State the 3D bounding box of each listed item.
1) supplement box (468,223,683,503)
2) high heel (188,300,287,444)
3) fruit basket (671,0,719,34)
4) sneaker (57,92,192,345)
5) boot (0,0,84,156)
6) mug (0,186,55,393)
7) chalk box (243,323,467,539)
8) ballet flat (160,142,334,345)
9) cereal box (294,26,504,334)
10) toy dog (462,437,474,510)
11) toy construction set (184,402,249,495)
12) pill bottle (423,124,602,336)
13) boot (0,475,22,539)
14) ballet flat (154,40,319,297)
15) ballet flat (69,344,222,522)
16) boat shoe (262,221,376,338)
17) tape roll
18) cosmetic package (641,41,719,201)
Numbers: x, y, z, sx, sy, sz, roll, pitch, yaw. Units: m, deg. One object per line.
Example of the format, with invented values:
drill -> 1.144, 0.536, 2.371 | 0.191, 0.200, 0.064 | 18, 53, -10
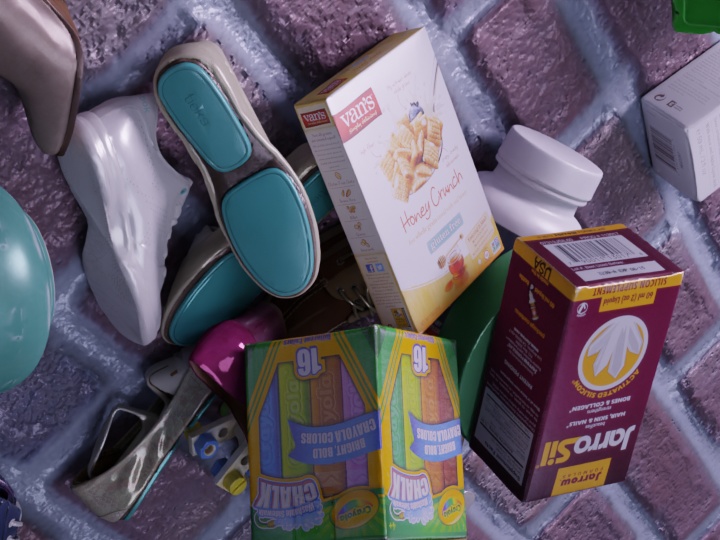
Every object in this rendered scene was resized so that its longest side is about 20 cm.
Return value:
supplement box -> 0.169, 0.074, 1.171 | 0.110, 0.086, 0.201 | -7, 122, -29
high heel -> -0.089, 0.130, 1.161 | 0.096, 0.067, 0.202 | -33, 118, -45
fruit basket -> 0.367, -0.283, 1.265 | 0.215, 0.216, 0.156 | -29, 135, -19
sneaker -> -0.160, -0.036, 1.085 | 0.088, 0.075, 0.201 | -33, 135, -32
boot -> -0.250, -0.161, 0.927 | 0.145, 0.070, 0.201 | -7, 123, -28
mug -> -0.280, 0.011, 0.976 | 0.114, 0.184, 0.153 | -14, 104, -34
chalk box -> -0.002, 0.152, 1.099 | 0.124, 0.123, 0.202 | 12, 71, -57
ballet flat -> -0.088, -0.026, 1.150 | 0.200, 0.070, 0.069 | -43, 137, 2
cereal box -> 0.035, -0.070, 1.142 | 0.144, 0.039, 0.201 | -43, 119, -43
toy dog -> 0.050, 0.190, 1.401 | 0.201, 0.131, 0.096 | -63, 174, 23
toy construction set -> -0.046, 0.128, 1.285 | 0.199, 0.092, 0.131 | -32, 136, 0
pill bottle -> 0.125, -0.019, 1.285 | 0.119, 0.120, 0.201 | 12, 111, -43
boot -> -0.291, 0.220, 1.157 | 0.090, 0.073, 0.200 | -40, 136, 0
ballet flat -> -0.085, -0.077, 1.068 | 0.069, 0.069, 0.201 | -31, 112, -16
ballet flat -> -0.164, 0.114, 1.192 | 0.062, 0.067, 0.201 | 36, 89, -15
boat shoe -> 0.000, 0.000, 1.231 | 0.200, 0.074, 0.076 | -45, 137, -3
tape roll -> 0.156, 0.069, 1.249 | 0.199, 0.048, 0.202 | -16, 125, -23
cosmetic package -> 0.370, -0.168, 1.409 | 0.199, 0.074, 0.102 | -35, 137, -11
